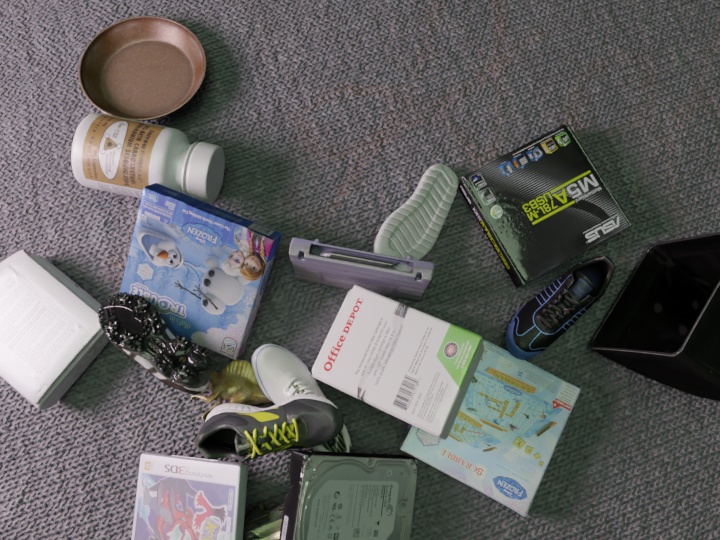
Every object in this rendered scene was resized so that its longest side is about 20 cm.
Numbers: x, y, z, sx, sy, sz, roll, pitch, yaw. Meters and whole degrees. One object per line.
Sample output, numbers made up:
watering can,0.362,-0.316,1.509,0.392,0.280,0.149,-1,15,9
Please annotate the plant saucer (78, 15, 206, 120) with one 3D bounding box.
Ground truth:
plant saucer,-0.347,-0.320,0.963,0.200,0.037,0.201,1,71,-3

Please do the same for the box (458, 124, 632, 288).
box,0.286,-0.102,0.935,0.200,0.048,0.193,-27,78,-5

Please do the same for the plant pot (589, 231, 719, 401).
plant pot,0.489,0.081,0.836,0.177,0.200,0.200,36,80,-5

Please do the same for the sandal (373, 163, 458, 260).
sandal,0.089,-0.078,0.930,0.082,0.050,0.203,42,68,-8

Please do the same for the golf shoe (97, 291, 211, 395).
golf shoe,-0.294,0.112,0.846,0.200,0.095,0.078,36,59,20

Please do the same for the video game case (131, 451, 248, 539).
video game case,-0.239,0.359,0.813,0.182,0.023,0.201,-3,78,26

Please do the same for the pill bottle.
pill bottle,-0.316,-0.164,0.904,0.199,0.114,0.115,12,79,1

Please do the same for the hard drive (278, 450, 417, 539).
hard drive,-0.011,0.317,0.799,0.200,0.038,0.140,17,77,-37

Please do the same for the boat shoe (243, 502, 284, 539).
boat shoe,-0.133,0.361,0.835,0.200,0.073,0.065,-18,56,3

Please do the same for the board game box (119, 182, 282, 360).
board game box,-0.238,0.003,0.866,0.200,0.043,0.199,21,110,3

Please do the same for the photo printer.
photo printer,-0.483,0.079,0.879,0.200,0.069,0.167,37,80,6

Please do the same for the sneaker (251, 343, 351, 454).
sneaker,-0.076,0.184,0.845,0.073,0.071,0.200,-41,95,-25

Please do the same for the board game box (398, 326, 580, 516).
board game box,0.188,0.217,0.875,0.200,0.041,0.200,28,80,5

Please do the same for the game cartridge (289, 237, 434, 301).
game cartridge,0.000,0.000,0.869,0.199,0.130,0.038,10,77,1

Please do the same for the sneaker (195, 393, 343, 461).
sneaker,-0.120,0.216,0.776,0.199,0.085,0.075,-10,101,13

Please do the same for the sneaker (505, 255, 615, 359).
sneaker,0.293,0.048,0.875,0.200,0.078,0.070,-42,77,-18

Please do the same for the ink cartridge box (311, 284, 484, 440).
ink cartridge box,0.054,0.128,0.845,0.200,0.084,0.146,22,79,20

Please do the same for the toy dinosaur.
toy dinosaur,-0.172,0.184,0.869,0.200,0.058,0.101,16,78,2
